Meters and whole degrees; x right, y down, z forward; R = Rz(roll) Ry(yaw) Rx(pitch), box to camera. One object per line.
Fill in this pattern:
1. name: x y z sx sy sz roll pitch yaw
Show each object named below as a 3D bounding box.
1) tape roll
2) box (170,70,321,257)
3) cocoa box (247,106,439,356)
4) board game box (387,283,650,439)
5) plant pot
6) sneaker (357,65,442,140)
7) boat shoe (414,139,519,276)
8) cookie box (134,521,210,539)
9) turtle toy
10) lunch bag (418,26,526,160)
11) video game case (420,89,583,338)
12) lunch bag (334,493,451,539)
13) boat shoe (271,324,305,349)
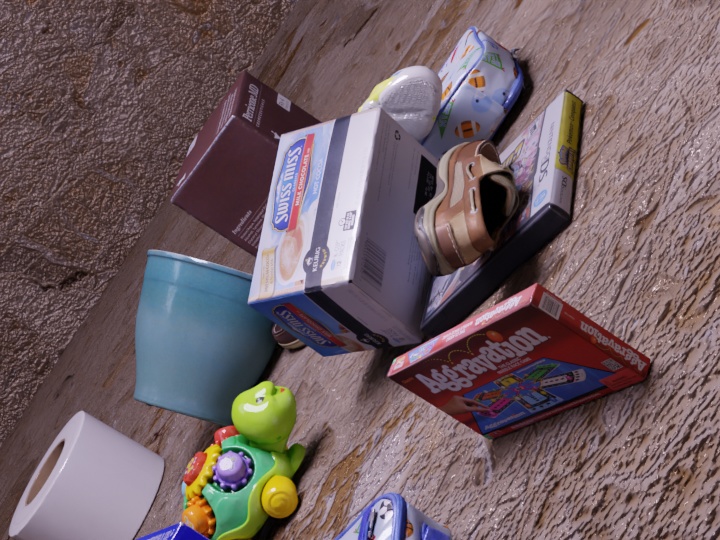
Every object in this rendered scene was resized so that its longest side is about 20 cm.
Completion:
1. tape roll: -0.388 0.319 2.068 0.203 0.139 0.203 -51 16 21
2. box: -0.133 -0.136 2.044 0.164 0.199 0.166 -49 18 25
3. cocoa box: -0.010 -0.035 1.452 0.130 0.133 0.202 -11 57 35
4. board game box: 0.110 0.071 1.062 0.200 0.102 0.020 -34 27 57
5. plant pot: -0.202 0.092 1.856 0.200 0.198 0.190 176 111 -71
6. sneaker: 0.031 -0.174 1.558 0.200 0.075 0.106 -48 23 49
7. boat shoe: 0.108 -0.061 1.312 0.073 0.076 0.200 -17 25 25
8. cookie box: -0.135 0.303 1.252 0.200 0.171 0.076 -32 25 59
9. turtle toy: -0.123 0.210 1.521 0.201 0.101 0.146 -55 15 9
10. lunch bag: 0.104 -0.171 1.613 0.201 0.075 0.161 -54 13 16
11. video game case: 0.133 -0.053 1.379 0.200 0.025 0.182 -45 20 39
12. lunch bag: 0.001 0.262 1.062 0.160 0.075 0.201 -46 20 29
13. boat shoe: -0.065 0.031 1.743 0.200 0.072 0.073 -36 26 56
